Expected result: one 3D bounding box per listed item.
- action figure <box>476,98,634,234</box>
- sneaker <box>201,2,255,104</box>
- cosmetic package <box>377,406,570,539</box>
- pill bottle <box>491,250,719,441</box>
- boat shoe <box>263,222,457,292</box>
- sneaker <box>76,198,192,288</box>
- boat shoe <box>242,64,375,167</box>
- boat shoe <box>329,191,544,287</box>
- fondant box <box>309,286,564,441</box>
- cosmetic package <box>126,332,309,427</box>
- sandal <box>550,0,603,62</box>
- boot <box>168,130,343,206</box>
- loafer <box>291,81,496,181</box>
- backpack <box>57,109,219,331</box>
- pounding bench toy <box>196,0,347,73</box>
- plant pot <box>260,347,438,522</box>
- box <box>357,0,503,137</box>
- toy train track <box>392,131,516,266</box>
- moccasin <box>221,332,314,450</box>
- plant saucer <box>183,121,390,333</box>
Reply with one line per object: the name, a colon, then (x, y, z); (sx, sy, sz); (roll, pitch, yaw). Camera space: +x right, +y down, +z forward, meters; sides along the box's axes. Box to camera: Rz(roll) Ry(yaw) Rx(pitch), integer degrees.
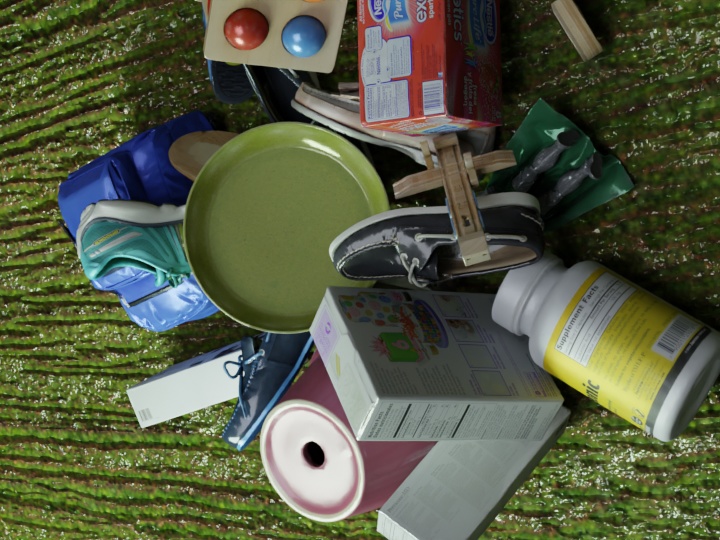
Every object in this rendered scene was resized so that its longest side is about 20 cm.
action figure: (0.148, -0.060, 1.655); (0.118, 0.055, 0.200); (45, 133, -2)
sneaker: (-0.131, -0.269, 1.784); (0.079, 0.066, 0.201); (-124, 29, -52)
cosmetic package: (0.108, 0.191, 1.682); (0.082, 0.200, 0.051); (36, 154, 16)
pill bottle: (0.223, 0.060, 1.606); (0.199, 0.111, 0.112); (32, 123, 21)
boat shoe: (0.000, 0.001, 1.713); (0.199, 0.066, 0.072); (10, 128, -10)
sneaker: (-0.179, -0.021, 1.738); (0.078, 0.198, 0.080); (112, 158, -71)
boat shoe: (-0.051, -0.144, 1.756); (0.075, 0.062, 0.201); (-21, 102, 33)
boat shoe: (0.070, -0.018, 1.602); (0.199, 0.061, 0.074); (-10, 147, 7)
fondant box: (0.069, 0.086, 1.628); (0.058, 0.199, 0.145); (-64, 36, 34)
cosmetic package: (-0.158, 0.115, 1.926); (0.199, 0.082, 0.051); (-20, 93, 38)
sandal: (0.171, -0.292, 1.558); (0.069, 0.078, 0.212); (-32, 95, 8)
boot: (-0.094, -0.059, 1.782); (0.200, 0.071, 0.144); (17, 149, 17)
loafer: (0.034, -0.147, 1.686); (0.199, 0.072, 0.063); (22, 103, 6)
backpack: (-0.214, -0.037, 1.857); (0.162, 0.167, 0.201); (-21, 96, 46)
pounding bench toy: (-0.075, -0.305, 1.627); (0.123, 0.156, 0.201); (5, 122, -13)
plant pot: (0.001, 0.157, 1.764); (0.199, 0.179, 0.201); (14, 116, 32)
box: (0.062, -0.227, 1.594); (0.099, 0.095, 0.202); (-5, 85, 37)
toy train track: (0.086, -0.074, 1.562); (0.114, 0.200, 0.033); (-16, 125, 4)
moccasin: (-0.092, 0.084, 1.797); (0.068, 0.080, 0.201); (30, 86, 3)
plant saucer: (-0.068, -0.039, 1.678); (0.198, 0.031, 0.202); (-1, 83, 5)
